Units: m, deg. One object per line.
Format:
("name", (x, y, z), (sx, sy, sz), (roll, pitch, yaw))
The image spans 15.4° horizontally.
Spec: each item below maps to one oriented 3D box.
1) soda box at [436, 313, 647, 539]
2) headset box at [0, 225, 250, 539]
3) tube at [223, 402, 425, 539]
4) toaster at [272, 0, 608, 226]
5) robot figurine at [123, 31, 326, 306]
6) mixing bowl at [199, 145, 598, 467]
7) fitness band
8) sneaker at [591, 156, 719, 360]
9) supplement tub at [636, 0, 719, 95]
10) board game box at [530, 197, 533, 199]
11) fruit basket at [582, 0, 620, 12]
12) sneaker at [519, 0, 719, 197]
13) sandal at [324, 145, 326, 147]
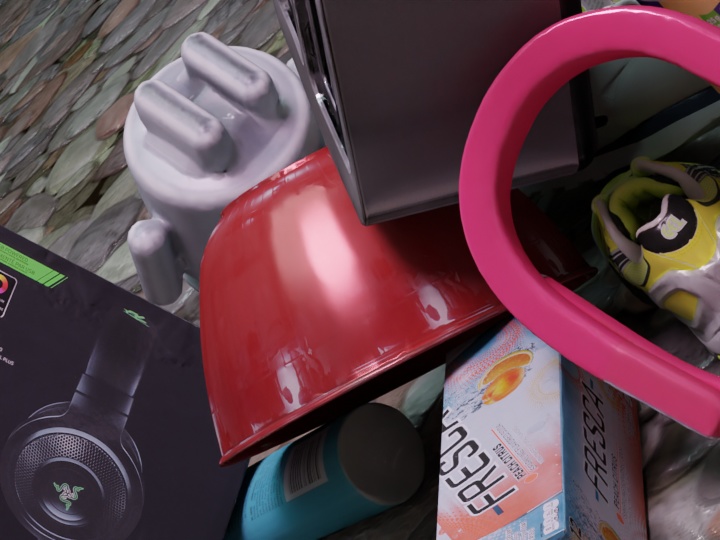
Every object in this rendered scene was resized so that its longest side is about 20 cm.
("soda box", (0.075, 0.091, 1.102), (0.063, 0.069, 0.200), (-31, 21, 17))
("headset box", (-0.152, 0.098, 1.335), (0.093, 0.173, 0.201), (-43, 23, 53))
("tube", (-0.042, 0.118, 1.344), (0.200, 0.050, 0.078), (-30, 21, 52))
("toaster", (0.025, -0.137, 1.162), (0.118, 0.201, 0.181), (-16, 44, -5))
("robot figurine", (-0.072, -0.054, 1.579), (0.170, 0.200, 0.113), (-43, 59, -16))
("mixing bowl", (0.000, 0.000, 1.253), (0.199, 0.109, 0.200), (-27, -4, -2))
("fitness band", (0.133, -0.020, 1.056), (0.144, 0.199, 0.037), (-63, -22, 12))
("sneaker", (0.141, -0.025, 1.201), (0.075, 0.076, 0.200), (-46, 16, 0))
("supplement tub", (0.195, -0.134, 1.125), (0.145, 0.200, 0.146), (-39, 19, 16))
("board game box", (0.053, -0.059, 1.508), (0.200, 0.047, 0.151), (-51, 19, -18))
("fruit basket", (0.126, -0.199, 1.411), (0.094, 0.200, 0.186), (-28, 25, 38))
("sneaker", (0.122, -0.091, 1.336), (0.076, 0.081, 0.200), (-30, 4, -31))
("sandal", (0.026, -0.086, 1.459), (0.082, 0.055, 0.200), (-50, 18, -19))
